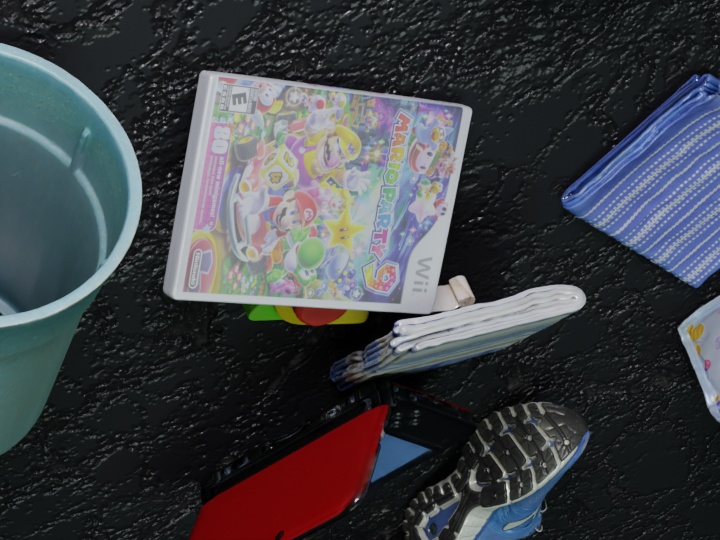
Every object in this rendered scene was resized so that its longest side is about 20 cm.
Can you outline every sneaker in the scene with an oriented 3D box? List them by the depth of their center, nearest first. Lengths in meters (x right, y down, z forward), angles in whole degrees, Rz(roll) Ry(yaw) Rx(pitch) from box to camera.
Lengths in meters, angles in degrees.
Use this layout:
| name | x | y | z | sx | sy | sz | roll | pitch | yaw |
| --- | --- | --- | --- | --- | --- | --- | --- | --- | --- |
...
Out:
| name | x | y | z | sx | sy | sz | roll | pitch | yaw |
| --- | --- | --- | --- | --- | --- | --- | --- | --- | --- |
| sneaker | 0.122 | 0.176 | 1.616 | 0.089 | 0.079 | 0.200 | 5 | 141 | -43 |

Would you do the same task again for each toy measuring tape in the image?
| name | x | y | z | sx | sy | sz | roll | pitch | yaw |
| --- | --- | --- | --- | --- | --- | --- | --- | --- | --- |
| toy measuring tape | 0.000 | 0.000 | 1.340 | 0.199 | 0.074 | 0.074 | -1 | 136 | -28 |

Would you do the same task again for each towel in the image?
| name | x | y | z | sx | sy | sz | roll | pitch | yaw |
| --- | --- | --- | --- | --- | --- | --- | --- | --- | --- |
| towel | 0.065 | 0.049 | 1.396 | 0.146 | 0.024 | 0.200 | -13 | 172 | -16 |
| towel | 0.253 | -0.061 | 1.447 | 0.145 | 0.024 | 0.199 | -42 | 139 | 20 |

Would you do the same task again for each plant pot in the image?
| name | x | y | z | sx | sy | sz | roll | pitch | yaw |
| --- | --- | --- | --- | --- | --- | --- | --- | --- | --- |
| plant pot | -0.240 | 0.006 | 1.125 | 0.199 | 0.201 | 0.197 | -7 | 146 | -23 |

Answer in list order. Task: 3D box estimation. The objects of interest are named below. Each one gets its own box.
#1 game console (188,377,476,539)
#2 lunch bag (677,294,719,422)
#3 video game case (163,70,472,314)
| name | x | y | z | sx | sy | sz | roll | pitch | yaw |
| --- | --- | --- | --- | --- | --- | --- | --- | --- | --- |
| game console | -0.025 | 0.177 | 1.455 | 0.199 | 0.120 | 0.172 | -31 | 145 | 32 |
| lunch bag | 0.389 | 0.055 | 1.577 | 0.199 | 0.128 | 0.169 | -35 | 140 | 28 |
| video game case | -0.025 | -0.047 | 1.257 | 0.199 | 0.018 | 0.144 | 4 | 102 | -33 |
